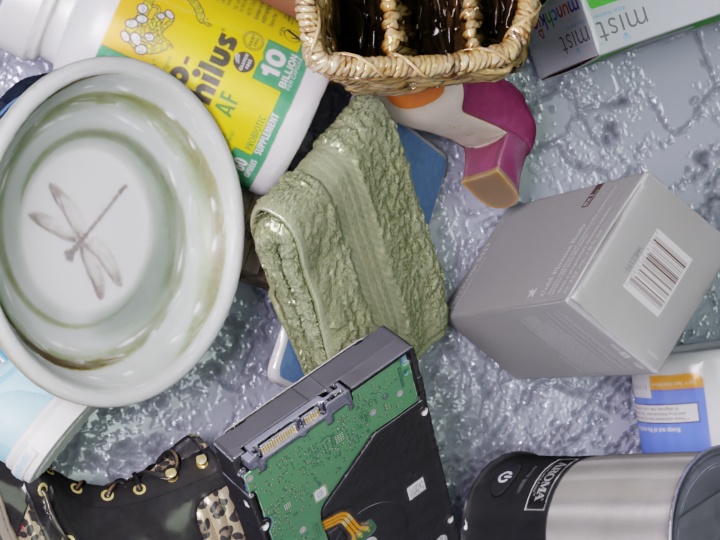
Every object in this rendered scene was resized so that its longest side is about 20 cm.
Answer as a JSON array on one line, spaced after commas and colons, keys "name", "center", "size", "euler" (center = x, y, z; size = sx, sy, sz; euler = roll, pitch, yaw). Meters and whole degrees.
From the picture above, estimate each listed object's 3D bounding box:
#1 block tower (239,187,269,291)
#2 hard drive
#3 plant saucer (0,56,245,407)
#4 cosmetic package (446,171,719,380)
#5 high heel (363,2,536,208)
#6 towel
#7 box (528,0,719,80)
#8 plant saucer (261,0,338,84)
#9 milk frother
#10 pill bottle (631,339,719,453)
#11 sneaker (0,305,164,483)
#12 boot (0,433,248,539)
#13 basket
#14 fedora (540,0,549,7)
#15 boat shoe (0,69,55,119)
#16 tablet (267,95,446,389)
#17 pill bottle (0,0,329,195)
[{"name": "block tower", "center": [-0.120, -0.041, 1.080], "size": [0.199, 0.058, 0.054], "euler": [21, 79, -18]}, {"name": "hard drive", "center": [-0.010, 0.149, 1.067], "size": [0.139, 0.038, 0.201], "euler": [-34, 133, -22]}, {"name": "plant saucer", "center": [-0.153, -0.023, 0.957], "size": [0.200, 0.050, 0.201], "euler": [-5, 97, -48]}, {"name": "cosmetic package", "center": [0.146, 0.009, 1.105], "size": [0.090, 0.200, 0.107], "euler": [38, 72, -17]}, {"name": "high heel", "center": [0.063, -0.135, 1.117], "size": [0.200, 0.067, 0.096], "euler": [42, 44, -38]}, {"name": "towel", "center": [0.000, 0.000, 1.071], "size": [0.149, 0.036, 0.201], "euler": [-51, 136, -37]}, {"name": "box", "center": [0.202, -0.254, 1.199], "size": [0.199, 0.097, 0.177], "euler": [-20, 92, -22]}, {"name": "plant saucer", "center": [-0.028, -0.226, 1.138], "size": [0.199, 0.037, 0.201], "euler": [2, 85, -22]}, {"name": "milk frother", "center": [0.187, 0.226, 1.104], "size": [0.200, 0.188, 0.181], "euler": [39, 61, -29]}, {"name": "pill bottle", "center": [0.261, 0.153, 1.187], "size": [0.111, 0.112, 0.201], "euler": [-7, 90, -21]}, {"name": "sneaker", "center": [-0.178, 0.038, 1.016], "size": [0.082, 0.074, 0.200], "euler": [37, 39, -2]}, {"name": "boot", "center": [-0.166, 0.142, 1.043], "size": [0.150, 0.073, 0.201], "euler": [-24, 87, -26]}, {"name": "basket", "center": [0.037, -0.208, 0.950], "size": [0.142, 0.149, 0.201], "euler": [-5, 89, 9]}, {"name": "fedora", "center": [0.052, -0.245, 1.072], "size": [0.199, 0.092, 0.202], "euler": [0, 93, 0]}, {"name": "boat shoe", "center": [-0.240, -0.036, 0.993], "size": [0.084, 0.069, 0.201], "euler": [28, 102, 1]}, {"name": "tablet", "center": [0.000, -0.007, 1.113], "size": [0.130, 0.014, 0.201], "euler": [31, 72, -54]}, {"name": "pill bottle", "center": [-0.124, -0.138, 1.042], "size": [0.199, 0.113, 0.113], "euler": [26, 78, -8]}]
